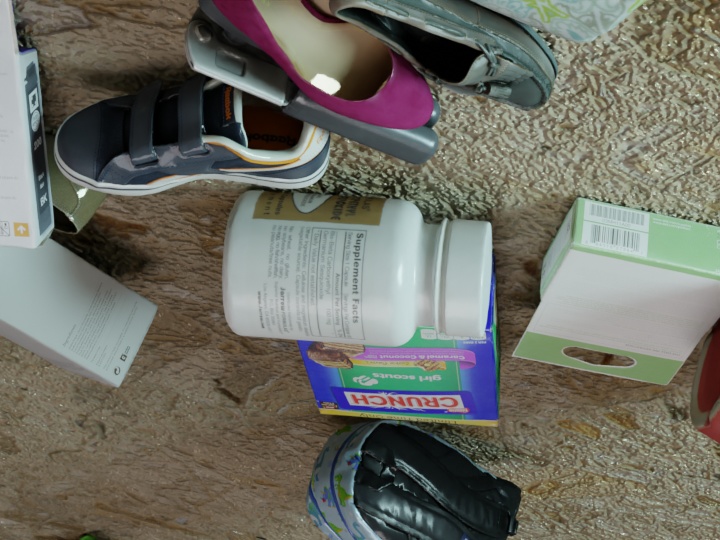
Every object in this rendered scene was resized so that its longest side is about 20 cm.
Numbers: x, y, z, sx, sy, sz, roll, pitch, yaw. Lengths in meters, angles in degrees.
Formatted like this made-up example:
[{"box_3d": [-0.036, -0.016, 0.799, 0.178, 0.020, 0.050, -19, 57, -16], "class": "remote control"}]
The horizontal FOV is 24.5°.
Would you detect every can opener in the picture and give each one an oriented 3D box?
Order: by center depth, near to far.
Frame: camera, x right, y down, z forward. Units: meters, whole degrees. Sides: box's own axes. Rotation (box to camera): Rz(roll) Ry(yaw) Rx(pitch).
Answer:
[{"box_3d": [-0.028, -0.129, 1.119, 0.199, 0.053, 0.066, 23, 148, -26], "class": "can opener"}]

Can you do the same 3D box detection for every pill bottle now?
[{"box_3d": [0.000, 0.000, 1.288, 0.198, 0.115, 0.115, 4, 152, 9], "class": "pill bottle"}]

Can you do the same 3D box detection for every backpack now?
[{"box_3d": [0.043, 0.237, 1.675, 0.153, 0.164, 0.200, 3, 151, 45], "class": "backpack"}]

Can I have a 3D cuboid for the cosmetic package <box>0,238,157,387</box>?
[{"box_3d": [-0.283, 0.016, 1.401, 0.107, 0.085, 0.200, 14, 162, 45], "class": "cosmetic package"}]

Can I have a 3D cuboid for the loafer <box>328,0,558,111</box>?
[{"box_3d": [0.048, -0.145, 1.056, 0.199, 0.063, 0.072, 30, 145, -35], "class": "loafer"}]

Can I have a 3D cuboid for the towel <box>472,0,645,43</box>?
[{"box_3d": [0.113, -0.207, 0.938, 0.170, 0.049, 0.200, 22, 150, -22], "class": "towel"}]

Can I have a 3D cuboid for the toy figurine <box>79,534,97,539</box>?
[{"box_3d": [-0.316, 0.436, 2.232, 0.183, 0.151, 0.200, 11, 131, -35], "class": "toy figurine"}]

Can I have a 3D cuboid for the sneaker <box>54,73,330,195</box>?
[{"box_3d": [-0.119, -0.102, 1.172, 0.198, 0.079, 0.080, -2, 158, -4], "class": "sneaker"}]

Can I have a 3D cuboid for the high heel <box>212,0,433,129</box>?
[{"box_3d": [-0.019, -0.138, 1.040, 0.199, 0.068, 0.096, 29, -173, -28], "class": "high heel"}]

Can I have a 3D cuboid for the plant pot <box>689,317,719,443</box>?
[{"box_3d": [0.363, 0.086, 1.285, 0.176, 0.202, 0.201, 19, 152, -1], "class": "plant pot"}]

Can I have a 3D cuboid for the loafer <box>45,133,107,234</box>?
[{"box_3d": [-0.290, -0.077, 1.276, 0.198, 0.068, 0.076, 9, 153, -2], "class": "loafer"}]

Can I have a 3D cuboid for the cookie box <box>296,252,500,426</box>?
[{"box_3d": [0.036, 0.059, 1.431, 0.169, 0.076, 0.200, 3, 153, 8], "class": "cookie box"}]

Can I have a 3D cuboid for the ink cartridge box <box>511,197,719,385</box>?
[{"box_3d": [0.214, 0.022, 1.340, 0.144, 0.048, 0.200, 11, 153, -5], "class": "ink cartridge box"}]

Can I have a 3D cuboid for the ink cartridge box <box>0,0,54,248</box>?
[{"box_3d": [-0.327, -0.117, 1.195, 0.196, 0.044, 0.202, 5, 120, 7], "class": "ink cartridge box"}]
